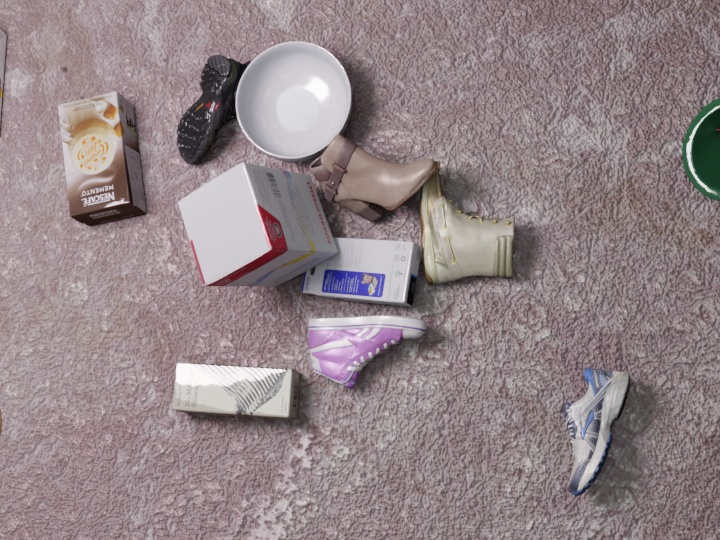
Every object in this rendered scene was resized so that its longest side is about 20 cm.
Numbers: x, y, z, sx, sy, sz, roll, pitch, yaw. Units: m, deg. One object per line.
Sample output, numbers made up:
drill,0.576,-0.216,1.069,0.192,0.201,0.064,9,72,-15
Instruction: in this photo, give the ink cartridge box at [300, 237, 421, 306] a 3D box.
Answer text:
ink cartridge box,0.000,0.000,1.593,0.197,0.039,0.101,5,80,29

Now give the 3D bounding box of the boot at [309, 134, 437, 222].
boot,0.011,-0.163,1.571,0.146,0.071,0.199,42,131,-13

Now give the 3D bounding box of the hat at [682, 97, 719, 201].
hat,0.643,-0.195,1.560,0.198,0.174,0.169,-20,76,43

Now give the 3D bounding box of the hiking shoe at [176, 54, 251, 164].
hiking shoe,-0.243,-0.269,1.676,0.076,0.100,0.202,42,117,25

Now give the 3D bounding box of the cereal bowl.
cereal bowl,-0.108,-0.277,1.652,0.196,0.083,0.204,-1,82,5

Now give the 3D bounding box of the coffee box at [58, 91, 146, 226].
coffee box,-0.447,-0.192,1.693,0.112,0.080,0.204,-12,78,7

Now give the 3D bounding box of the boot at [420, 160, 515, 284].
boot,0.174,-0.083,1.584,0.151,0.072,0.204,-4,84,9

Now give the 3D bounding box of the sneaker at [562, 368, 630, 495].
sneaker,0.348,0.244,1.505,0.084,0.077,0.203,18,75,21

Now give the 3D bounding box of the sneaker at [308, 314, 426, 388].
sneaker,0.013,0.131,1.575,0.197,0.073,0.117,-5,83,18

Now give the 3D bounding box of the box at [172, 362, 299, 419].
box,-0.201,0.196,1.591,0.196,0.068,0.084,1,80,8

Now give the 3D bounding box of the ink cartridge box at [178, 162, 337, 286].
ink cartridge box,-0.159,-0.066,1.550,0.143,0.199,0.148,-27,76,27

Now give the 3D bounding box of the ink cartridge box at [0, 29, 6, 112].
ink cartridge box,-0.728,-0.342,1.761,0.142,0.084,0.204,-2,79,9
